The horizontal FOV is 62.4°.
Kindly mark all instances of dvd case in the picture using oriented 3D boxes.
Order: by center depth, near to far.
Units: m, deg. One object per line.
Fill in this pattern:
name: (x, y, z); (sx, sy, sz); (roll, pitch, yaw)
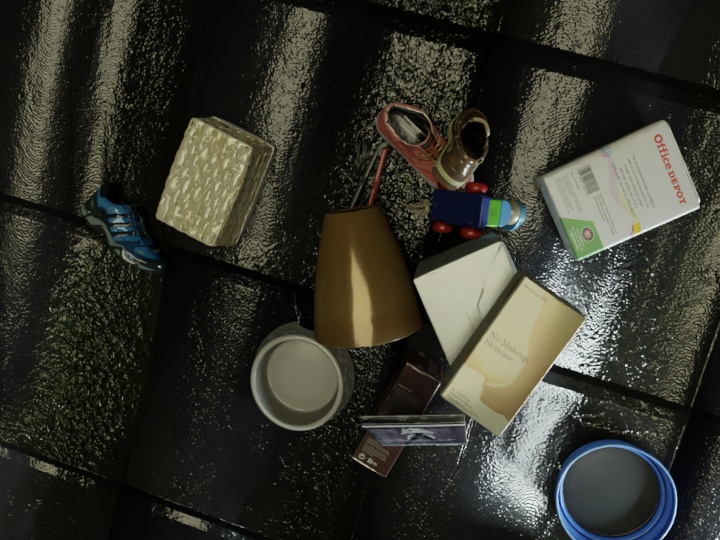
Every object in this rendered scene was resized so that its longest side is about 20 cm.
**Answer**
dvd case: (0.087, 0.245, 0.906); (0.146, 0.201, 0.016); (-3, 65, 10)

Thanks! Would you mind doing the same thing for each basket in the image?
basket: (-0.253, -0.154, 1.033); (0.134, 0.123, 0.203); (26, 100, 4)

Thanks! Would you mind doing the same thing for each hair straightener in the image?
hair straightener: (0.001, -0.170, 1.031); (0.076, 0.041, 0.203); (17, 100, 6)

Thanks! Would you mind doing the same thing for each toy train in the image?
toy train: (0.170, -0.105, 0.991); (0.114, 0.199, 0.086); (1, 100, -31)

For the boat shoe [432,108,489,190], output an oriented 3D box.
boat shoe: (0.174, -0.202, 0.919); (0.074, 0.204, 0.075); (34, 135, -10)

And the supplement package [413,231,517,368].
supplement package: (0.189, 0.058, 0.951); (0.145, 0.200, 0.194); (-23, 95, 11)

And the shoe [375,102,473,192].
shoe: (0.110, -0.197, 0.972); (0.199, 0.091, 0.072); (38, 93, -7)

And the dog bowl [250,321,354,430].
dog bowl: (-0.111, 0.199, 1.092); (0.196, 0.059, 0.204); (1, 99, 9)

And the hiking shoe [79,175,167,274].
hiking shoe: (-0.427, -0.078, 1.096); (0.200, 0.074, 0.087); (42, 103, 2)

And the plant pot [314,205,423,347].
plant pot: (0.000, 0.000, 0.976); (0.183, 0.186, 0.204); (-7, 99, 10)

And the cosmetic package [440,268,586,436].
cosmetic package: (0.205, 0.111, 0.818); (0.104, 0.071, 0.202); (32, 101, 3)

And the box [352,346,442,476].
box: (0.067, 0.246, 1.049); (0.074, 0.100, 0.202); (28, 102, 4)

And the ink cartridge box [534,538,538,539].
ink cartridge box: (0.357, 0.610, 1.059); (0.199, 0.084, 0.147); (35, 102, 2)

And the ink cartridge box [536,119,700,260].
ink cartridge box: (0.405, -0.126, 0.949); (0.197, 0.084, 0.147); (-25, 94, 12)

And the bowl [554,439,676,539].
bowl: (0.437, 0.391, 1.031); (0.197, 0.039, 0.205); (1, 98, 9)
